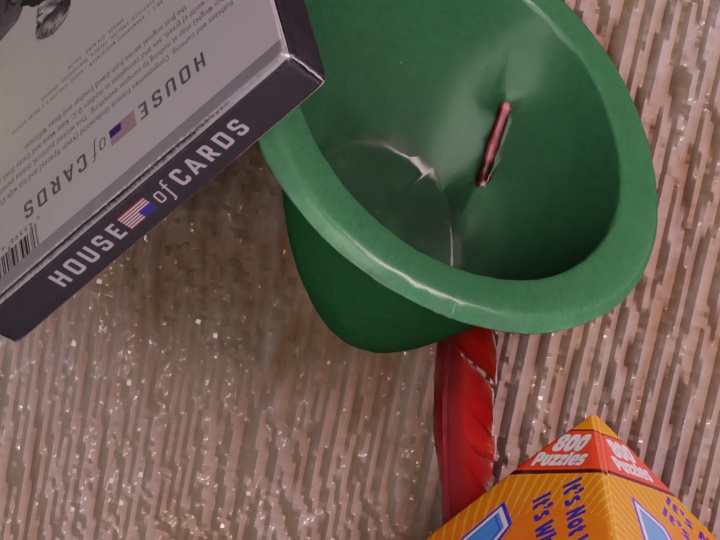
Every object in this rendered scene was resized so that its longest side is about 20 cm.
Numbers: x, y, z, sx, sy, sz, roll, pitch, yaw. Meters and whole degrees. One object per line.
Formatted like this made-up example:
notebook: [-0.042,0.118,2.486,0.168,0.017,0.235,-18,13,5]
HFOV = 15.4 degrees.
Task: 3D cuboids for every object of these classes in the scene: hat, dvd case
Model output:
hat: [0.000,0.000,0.986,0.176,0.165,0.200,-50,41,47]
dvd case: [-0.089,-0.089,0.946,0.150,0.200,0.025,-39,131,22]

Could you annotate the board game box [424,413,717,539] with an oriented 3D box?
board game box: [0.073,0.217,0.910,0.200,0.200,0.200,-39,109,17]
